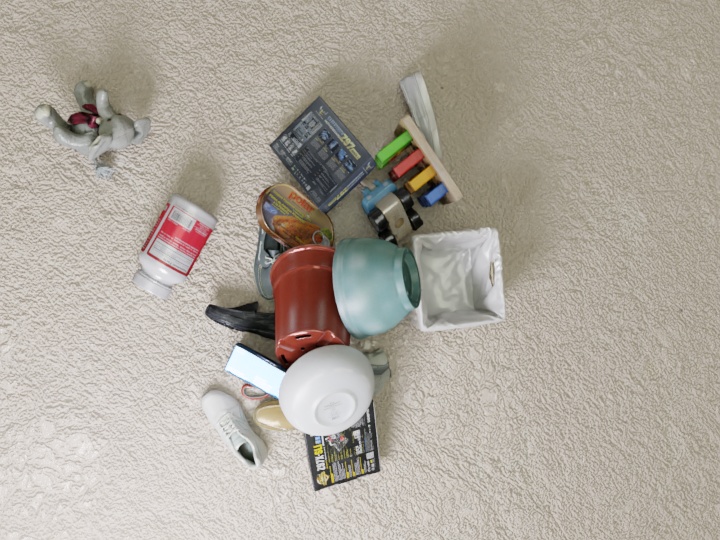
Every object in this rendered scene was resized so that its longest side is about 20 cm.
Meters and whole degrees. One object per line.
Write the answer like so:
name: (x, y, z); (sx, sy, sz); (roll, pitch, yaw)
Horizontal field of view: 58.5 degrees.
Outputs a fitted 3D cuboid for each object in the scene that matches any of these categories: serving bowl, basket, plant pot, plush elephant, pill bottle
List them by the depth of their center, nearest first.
serving bowl: (-0.057, 0.245, 1.235); (0.194, 0.066, 0.205); (-10, 125, -15)
plant pot: (0.044, 0.026, 1.278); (0.130, 0.199, 0.207); (-10, 90, 22)
plant pot: (-0.096, 0.090, 1.307); (0.194, 0.204, 0.199); (6, 46, -7)
plush elephant: (-0.529, -0.296, 1.312); (0.152, 0.165, 0.204); (-15, 110, 32)
pill bottle: (-0.395, -0.049, 1.354); (0.110, 0.112, 0.204); (29, 86, -6)
basket: (0.199, 0.019, 1.407); (0.193, 0.161, 0.205); (-6, 90, -7)

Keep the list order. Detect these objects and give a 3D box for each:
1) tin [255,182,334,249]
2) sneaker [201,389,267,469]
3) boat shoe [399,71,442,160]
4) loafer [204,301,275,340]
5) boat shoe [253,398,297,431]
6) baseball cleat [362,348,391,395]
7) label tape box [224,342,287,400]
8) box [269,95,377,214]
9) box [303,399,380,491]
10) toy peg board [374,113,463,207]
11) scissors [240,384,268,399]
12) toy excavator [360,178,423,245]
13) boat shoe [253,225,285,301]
tin: (-0.139, -0.104, 1.387); (0.199, 0.041, 0.114); (38, 71, -30)
sneaker: (-0.270, 0.341, 1.381); (0.070, 0.080, 0.202); (-39, 93, -4)
boat shoe: (0.136, -0.343, 1.455); (0.067, 0.072, 0.206); (-16, 98, 14)
loafer: (-0.239, 0.101, 1.398); (0.195, 0.068, 0.073); (16, 79, -12)
boat shoe: (-0.137, 0.317, 1.399); (0.193, 0.076, 0.074); (0, 89, -7)
baseball cleat: (-0.024, 0.246, 1.418); (0.194, 0.070, 0.110); (-18, 91, -8)
label tape box: (-0.205, 0.209, 1.319); (0.141, 0.200, 0.067); (29, 82, -5)
box: (-0.082, -0.249, 1.381); (0.157, 0.051, 0.201); (-42, 70, 5)
box: (-0.041, 0.365, 1.377); (0.155, 0.050, 0.205); (-12, 119, -10)
toy peg board: (0.111, -0.208, 1.384); (0.097, 0.200, 0.201); (-35, 94, 1)
scissors: (-0.168, 0.247, 1.430); (0.193, 0.014, 0.076); (0, 86, -9)
toy excavator: (0.027, -0.171, 1.425); (0.099, 0.200, 0.196); (-37, 135, -7)
boat shoe: (-0.198, -0.036, 1.405); (0.070, 0.062, 0.207); (4, 88, -7)
